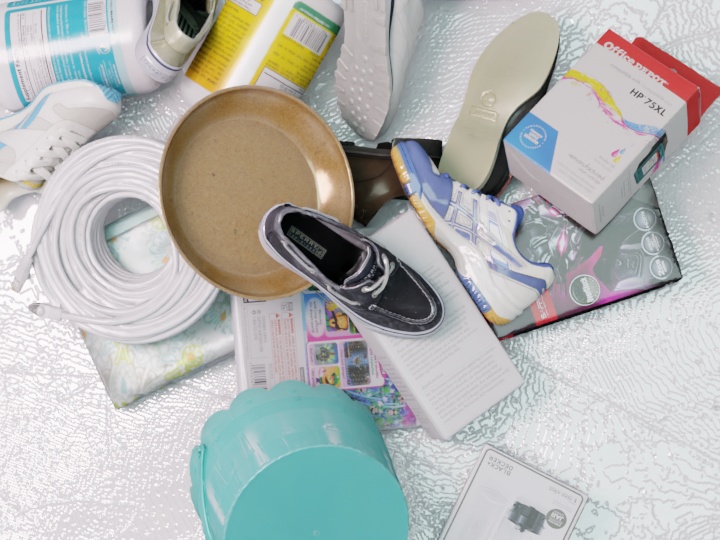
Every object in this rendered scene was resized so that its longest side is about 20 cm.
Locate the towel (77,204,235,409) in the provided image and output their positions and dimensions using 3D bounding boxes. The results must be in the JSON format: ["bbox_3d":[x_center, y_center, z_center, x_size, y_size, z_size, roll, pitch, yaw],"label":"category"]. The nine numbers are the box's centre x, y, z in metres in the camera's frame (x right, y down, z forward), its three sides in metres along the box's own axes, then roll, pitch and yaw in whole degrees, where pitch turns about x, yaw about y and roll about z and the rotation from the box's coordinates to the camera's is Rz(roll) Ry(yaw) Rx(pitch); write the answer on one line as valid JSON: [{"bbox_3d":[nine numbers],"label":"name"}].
[{"bbox_3d":[-0.192,0.020,1.705,0.199,0.048,0.172,-25,83,2],"label":"towel"}]

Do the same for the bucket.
[{"bbox_3d":[-0.055,0.218,1.595,0.205,0.135,0.209,-5,110,-12],"label":"bucket"}]

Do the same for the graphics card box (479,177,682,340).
[{"bbox_3d":[0.204,-0.018,1.675,0.198,0.051,0.127,-17,84,2],"label":"graphics card box"}]

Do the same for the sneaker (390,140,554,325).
[{"bbox_3d":[0.108,-0.050,1.629,0.088,0.075,0.201,-35,91,4],"label":"sneaker"}]

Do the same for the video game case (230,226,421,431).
[{"bbox_3d":[-0.035,0.061,1.675,0.180,0.024,0.202,-4,84,-15],"label":"video game case"}]

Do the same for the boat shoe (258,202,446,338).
[{"bbox_3d":[0.000,0.000,1.563,0.199,0.068,0.072,35,78,-15],"label":"boat shoe"}]

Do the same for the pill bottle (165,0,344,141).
[{"bbox_3d":[-0.108,-0.195,1.680,0.112,0.113,0.201,30,95,6],"label":"pill bottle"}]

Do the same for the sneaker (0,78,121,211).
[{"bbox_3d":[-0.308,-0.124,1.678,0.199,0.076,0.081,-25,59,33],"label":"sneaker"}]

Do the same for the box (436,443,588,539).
[{"bbox_3d":[0.127,0.282,1.651,0.116,0.060,0.201,25,87,6],"label":"box"}]

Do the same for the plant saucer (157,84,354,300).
[{"bbox_3d":[-0.101,-0.071,1.589,0.199,0.035,0.202,4,81,-27],"label":"plant saucer"}]

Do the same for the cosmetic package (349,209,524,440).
[{"bbox_3d":[0.059,0.054,1.648,0.101,0.071,0.201,-33,93,-11],"label":"cosmetic package"}]

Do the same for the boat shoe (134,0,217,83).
[{"bbox_3d":[-0.166,-0.256,1.664,0.062,0.201,0.072,-34,119,30],"label":"boat shoe"}]

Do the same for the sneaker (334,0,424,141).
[{"bbox_3d":[0.027,-0.220,1.668,0.076,0.080,0.201,31,132,29],"label":"sneaker"}]

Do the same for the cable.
[{"bbox_3d":[-0.218,-0.029,1.639,0.199,0.069,0.202,21,100,7],"label":"cable"}]

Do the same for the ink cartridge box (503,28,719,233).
[{"bbox_3d":[0.246,-0.149,1.642,0.116,0.067,0.200,37,76,25],"label":"ink cartridge box"}]

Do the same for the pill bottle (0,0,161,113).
[{"bbox_3d":[-0.303,-0.220,1.702,0.198,0.111,0.112,-8,85,4],"label":"pill bottle"}]

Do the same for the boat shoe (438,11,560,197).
[{"bbox_3d":[0.142,-0.160,1.688,0.073,0.063,0.203,25,87,26],"label":"boat shoe"}]

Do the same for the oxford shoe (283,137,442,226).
[{"bbox_3d":[-0.014,-0.086,1.674,0.198,0.073,0.085,-2,90,-8],"label":"oxford shoe"}]
